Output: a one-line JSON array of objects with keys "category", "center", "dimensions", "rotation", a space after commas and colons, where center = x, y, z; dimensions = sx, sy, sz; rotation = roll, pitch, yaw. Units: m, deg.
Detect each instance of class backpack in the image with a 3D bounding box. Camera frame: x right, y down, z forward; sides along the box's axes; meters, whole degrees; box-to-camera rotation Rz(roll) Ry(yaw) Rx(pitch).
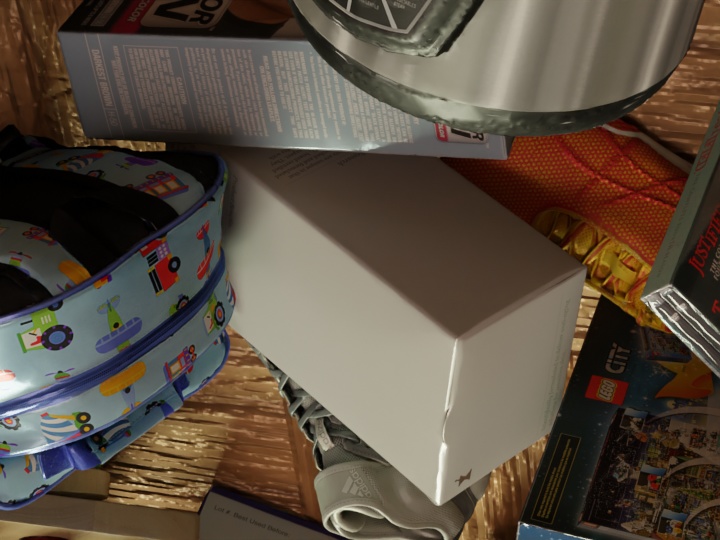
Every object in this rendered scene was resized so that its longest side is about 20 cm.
[{"category": "backpack", "center": [-0.138, 0.021, 0.911], "dimensions": [0.200, 0.183, 0.135], "rotation": [0, 119, 48]}]

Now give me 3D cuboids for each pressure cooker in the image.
[{"category": "pressure cooker", "center": [0.061, -0.175, 0.765], "dimensions": [0.176, 0.179, 0.200], "rotation": [2, 133, -12]}]

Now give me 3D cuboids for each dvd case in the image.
[{"category": "dvd case", "center": [0.214, 0.027, 0.890], "dimensions": [0.200, 0.146, 0.022], "rotation": [43, 136, -16]}]

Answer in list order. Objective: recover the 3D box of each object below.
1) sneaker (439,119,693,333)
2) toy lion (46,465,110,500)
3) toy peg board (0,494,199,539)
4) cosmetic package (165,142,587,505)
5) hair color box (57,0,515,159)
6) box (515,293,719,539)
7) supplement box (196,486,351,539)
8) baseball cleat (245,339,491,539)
[{"category": "sneaker", "center": [0.128, -0.016, 0.937], "dimensions": [0.200, 0.077, 0.073], "rotation": [20, 135, 7]}, {"category": "toy lion", "center": [-0.257, 0.096, 1.148], "dimensions": [0.200, 0.069, 0.192], "rotation": [8, 168, -24]}, {"category": "toy peg board", "center": [-0.222, 0.187, 1.123], "dimensions": [0.199, 0.098, 0.200], "rotation": [11, 158, -31]}, {"category": "cosmetic package", "center": [0.000, 0.000, 0.937], "dimensions": [0.200, 0.085, 0.108], "rotation": [38, 141, 30]}, {"category": "hair color box", "center": [-0.021, -0.104, 0.906], "dimensions": [0.200, 0.099, 0.061], "rotation": [4, 128, 19]}, {"category": "box", "center": [0.158, 0.080, 0.920], "dimensions": [0.137, 0.200, 0.038], "rotation": [13, 126, 12]}, {"category": "supplement box", "center": [-0.076, 0.242, 1.222], "dimensions": [0.101, 0.103, 0.200], "rotation": [20, 135, 4]}, {"category": "baseball cleat", "center": [-0.012, 0.066, 1.042], "dimensions": [0.200, 0.106, 0.070], "rotation": [41, 136, -12]}]
